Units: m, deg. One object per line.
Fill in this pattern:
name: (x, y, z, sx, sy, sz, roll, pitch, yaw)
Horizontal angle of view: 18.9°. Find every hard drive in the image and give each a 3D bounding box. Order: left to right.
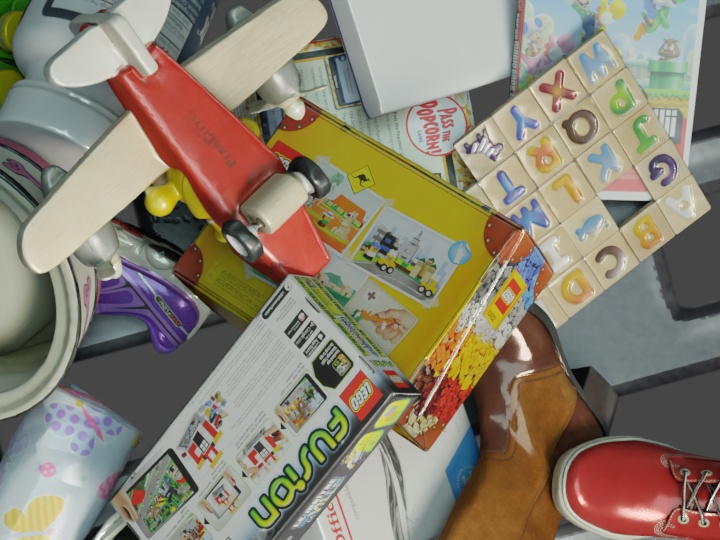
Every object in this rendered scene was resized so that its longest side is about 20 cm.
hard drive: (0.070, -0.194, 1.525, 0.199, 0.025, 0.132, -19, 92, -31)

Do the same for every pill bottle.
pill bottle: (-0.169, -0.166, 1.481, 0.119, 0.120, 0.201, 24, 73, -3)

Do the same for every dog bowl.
dog bowl: (-0.262, -0.002, 1.460, 0.199, 0.074, 0.201, 8, 115, 19)

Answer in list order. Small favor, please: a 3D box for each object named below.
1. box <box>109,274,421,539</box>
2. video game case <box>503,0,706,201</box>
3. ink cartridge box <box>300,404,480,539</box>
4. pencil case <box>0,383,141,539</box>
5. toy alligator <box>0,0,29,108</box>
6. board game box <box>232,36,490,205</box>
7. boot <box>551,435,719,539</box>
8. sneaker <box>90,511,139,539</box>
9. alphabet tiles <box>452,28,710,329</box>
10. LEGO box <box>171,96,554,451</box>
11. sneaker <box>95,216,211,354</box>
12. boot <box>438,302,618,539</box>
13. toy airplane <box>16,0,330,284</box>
box: (-0.063, 0.113, 1.368, 0.110, 0.035, 0.200, 47, 109, 24)
video game case: (0.175, -0.150, 1.538, 0.142, 0.017, 0.201, 1, 101, -20)
ink cartridge box: (-0.011, 0.144, 1.468, 0.200, 0.067, 0.116, -19, 88, -41)
pencil case: (-0.227, 0.175, 1.483, 0.083, 0.091, 0.201, 29, 83, -12)
toy alligator: (-0.246, -0.171, 1.528, 0.054, 0.059, 0.201, 17, 81, -46)
board game box: (-0.017, -0.088, 1.543, 0.199, 0.046, 0.152, -9, 86, -6)
boot: (0.242, 0.152, 1.469, 0.199, 0.144, 0.073, 10, 82, -27)
sneaker: (-0.098, 0.162, 1.484, 0.200, 0.116, 0.074, -32, 87, -7)
alphabet tiles: (0.133, -0.046, 1.534, 0.200, 0.008, 0.167, -38, 117, -4)
LEGO box: (0.000, 0.000, 1.430, 0.200, 0.077, 0.149, 32, 81, 29)
sneaker: (-0.199, -0.008, 1.509, 0.200, 0.081, 0.084, 31, 96, 1)
boot: (0.080, 0.124, 1.477, 0.188, 0.068, 0.200, 46, 55, -31)
toy airplane: (-0.118, -0.087, 1.387, 0.199, 0.141, 0.200, 2, 79, -13)
